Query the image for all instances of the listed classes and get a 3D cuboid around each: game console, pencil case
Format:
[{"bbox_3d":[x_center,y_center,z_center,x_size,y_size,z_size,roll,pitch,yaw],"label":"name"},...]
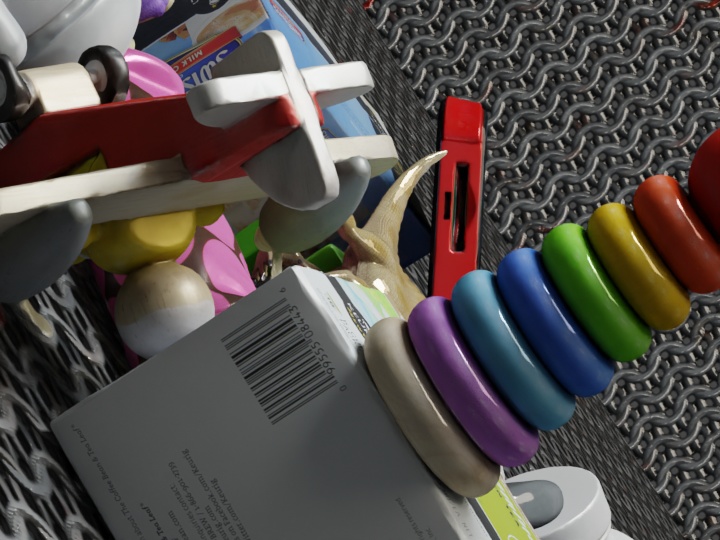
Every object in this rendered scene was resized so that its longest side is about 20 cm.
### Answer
[{"bbox_3d":[0.052,0.014,1.642,0.177,0.031,0.201,92,2,-76],"label":"game console"},{"bbox_3d":[-0.099,-0.024,1.451,0.093,0.091,0.200,-4,51,-29],"label":"pencil case"}]

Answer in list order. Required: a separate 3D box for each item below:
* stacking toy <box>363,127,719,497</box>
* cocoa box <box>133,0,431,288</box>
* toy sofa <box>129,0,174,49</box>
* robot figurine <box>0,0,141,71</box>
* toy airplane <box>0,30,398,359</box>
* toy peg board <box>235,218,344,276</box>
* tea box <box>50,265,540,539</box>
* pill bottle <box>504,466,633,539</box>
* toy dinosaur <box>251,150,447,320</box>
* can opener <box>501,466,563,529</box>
[{"bbox_3d":[0.103,0.008,1.182,0.086,0.200,0.085,54,10,-14],"label":"stacking toy"},{"bbox_3d":[-0.066,-0.073,1.670,0.200,0.133,0.132,50,12,-47],"label":"cocoa box"},{"bbox_3d":[-0.191,-0.195,1.510,0.200,0.097,0.083,59,9,18],"label":"toy sofa"},{"bbox_3d":[-0.181,-0.154,1.362,0.200,0.113,0.170,53,17,-25],"label":"robot figurine"},{"bbox_3d":[-0.079,-0.031,1.246,0.199,0.199,0.142,-104,-171,-85],"label":"toy airplane"},{"bbox_3d":[-0.012,0.071,1.578,0.199,0.098,0.200,50,11,-39],"label":"toy peg board"},{"bbox_3d":[-0.009,0.120,1.270,0.200,0.133,0.197,58,7,9],"label":"tea box"},{"bbox_3d":[0.122,0.218,1.606,0.112,0.112,0.201,-101,172,-70],"label":"pill bottle"},{"bbox_3d":[0.000,0.000,1.492,0.101,0.058,0.200,26,36,-21],"label":"toy dinosaur"},{"bbox_3d":[0.030,0.128,1.458,0.200,0.066,0.053,-20,98,-51],"label":"can opener"}]
